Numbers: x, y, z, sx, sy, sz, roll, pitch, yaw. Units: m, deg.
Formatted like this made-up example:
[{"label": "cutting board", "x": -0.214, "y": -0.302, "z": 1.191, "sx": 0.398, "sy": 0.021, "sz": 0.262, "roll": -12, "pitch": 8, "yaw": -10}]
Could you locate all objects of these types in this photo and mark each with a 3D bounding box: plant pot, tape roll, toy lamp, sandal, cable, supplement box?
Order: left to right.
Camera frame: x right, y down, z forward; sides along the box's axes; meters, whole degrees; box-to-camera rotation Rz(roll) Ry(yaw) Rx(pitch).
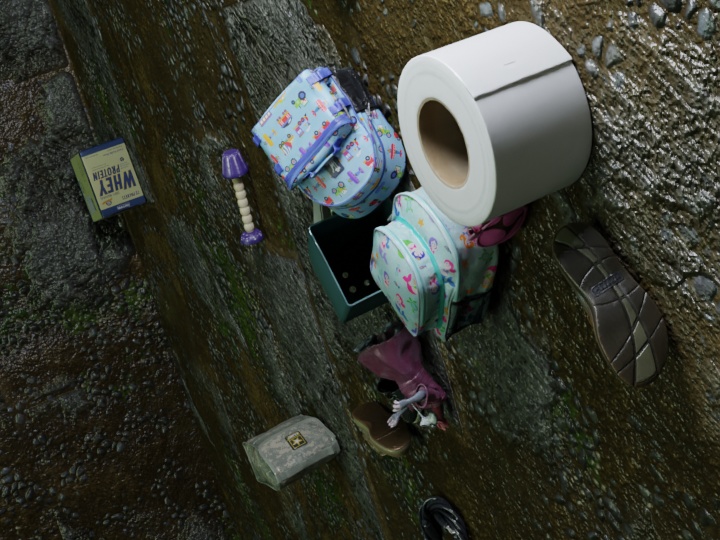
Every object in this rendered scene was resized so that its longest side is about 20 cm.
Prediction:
[{"label": "supplement box", "x": -0.738, "y": -0.261, "z": 3.273, "sx": 0.199, "sy": 0.133, "sz": 0.203, "roll": -4, "pitch": 107, "yaw": 67}, {"label": "toy lamp", "x": -0.246, "y": -0.154, "z": 2.342, "sx": 0.058, "sy": 0.058, "sz": 0.202, "roll": 34, "pitch": 143, "yaw": 54}, {"label": "plant pot", "x": 0.000, "y": 0.000, "z": 1.812, "sx": 0.143, "sy": 0.140, "sz": 0.200, "roll": 61, "pitch": 165, "yaw": 15}, {"label": "cable", "x": 0.147, "y": 0.499, "z": 2.045, "sx": 0.164, "sy": 0.050, "sz": 0.201, "roll": 60, "pitch": 158, "yaw": 18}, {"label": "tape roll", "x": 0.150, "y": -0.168, "z": 1.292, "sx": 0.203, "sy": 0.138, "sz": 0.204, "roll": 50, "pitch": 153, "yaw": 37}, {"label": "sandal", "x": 0.279, "y": 0.040, "z": 1.275, "sx": 0.201, "sy": 0.081, "sz": 0.055, "roll": 58, "pitch": 173, "yaw": 19}]

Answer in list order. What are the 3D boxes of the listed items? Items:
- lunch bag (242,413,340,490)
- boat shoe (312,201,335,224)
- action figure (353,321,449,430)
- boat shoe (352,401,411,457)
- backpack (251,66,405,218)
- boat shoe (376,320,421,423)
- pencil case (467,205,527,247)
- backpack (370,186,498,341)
[{"label": "lunch bag", "x": -0.150, "y": 0.402, "z": 2.492, "sx": 0.199, "sy": 0.162, "sz": 0.119, "roll": -2, "pitch": 111, "yaw": 66}, {"label": "boat shoe", "x": -0.043, "y": -0.119, "z": 1.894, "sx": 0.063, "sy": 0.071, "sz": 0.201, "roll": 15, "pitch": 144, "yaw": 12}, {"label": "action figure", "x": 0.087, "y": 0.177, "z": 1.848, "sx": 0.200, "sy": 0.149, "sz": 0.134, "roll": 49, "pitch": 164, "yaw": -4}, {"label": "boat shoe", "x": 0.048, "y": 0.305, "z": 2.079, "sx": 0.065, "sy": 0.071, "sz": 0.200, "roll": 69, "pitch": 167, "yaw": -20}, {"label": "backpack", "x": -0.040, "y": -0.179, "z": 1.675, "sx": 0.182, "sy": 0.134, "sz": 0.201, "roll": -40, "pitch": 78, "yaw": 26}, {"label": "boat shoe", "x": 0.058, "y": 0.186, "z": 1.935, "sx": 0.074, "sy": 0.065, "sz": 0.202, "roll": 40, "pitch": 145, "yaw": 48}, {"label": "pencil case", "x": 0.130, "y": -0.129, "z": 1.435, "sx": 0.201, "sy": 0.093, "sz": 0.091, "roll": 59, "pitch": 157, "yaw": 23}, {"label": "backpack", "x": 0.103, "y": -0.021, "z": 1.545, "sx": 0.178, "sy": 0.149, "sz": 0.201, "roll": 55, "pitch": 150, "yaw": 30}]
